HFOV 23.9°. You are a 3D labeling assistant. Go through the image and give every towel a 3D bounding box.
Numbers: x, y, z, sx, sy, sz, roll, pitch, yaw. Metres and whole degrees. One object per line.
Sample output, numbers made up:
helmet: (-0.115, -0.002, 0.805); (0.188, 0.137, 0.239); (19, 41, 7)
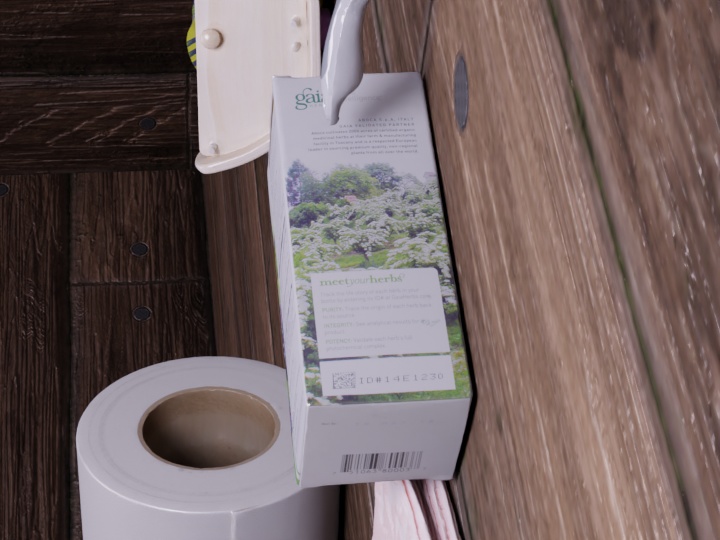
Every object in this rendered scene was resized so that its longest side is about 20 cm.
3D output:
towel: (0.029, 0.204, 0.873); (0.191, 0.032, 0.201); (-105, 16, -60)

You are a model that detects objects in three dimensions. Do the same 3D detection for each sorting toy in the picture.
sorting toy: (-0.071, -0.194, 1.303); (0.180, 0.106, 0.201); (-92, 2, -72)

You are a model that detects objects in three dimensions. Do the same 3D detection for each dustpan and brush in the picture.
dustpan and brush: (0.011, -0.160, 0.785); (0.140, 0.057, 0.201); (-106, 15, -60)

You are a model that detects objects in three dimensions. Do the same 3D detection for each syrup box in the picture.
syrup box: (0.000, 0.000, 0.849); (0.082, 0.078, 0.201); (98, 168, -54)

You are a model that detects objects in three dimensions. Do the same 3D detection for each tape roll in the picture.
tape roll: (-0.115, 0.176, 1.310); (0.203, 0.202, 0.140); (-105, 15, -59)

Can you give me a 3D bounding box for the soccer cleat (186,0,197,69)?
soccer cleat: (-0.212, -0.326, 2.416); (0.200, 0.064, 0.084); (100, 163, -57)
